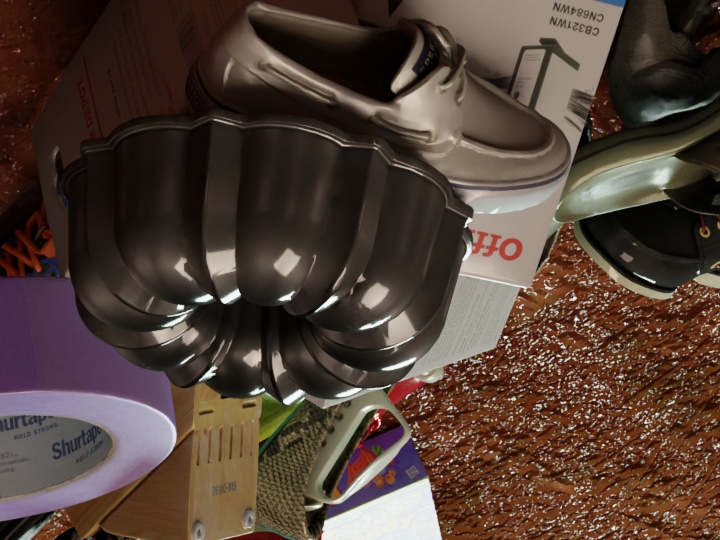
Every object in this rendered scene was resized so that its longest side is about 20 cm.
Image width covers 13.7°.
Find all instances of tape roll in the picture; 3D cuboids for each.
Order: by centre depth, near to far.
[{"bbox_3d":[-0.198,0.071,1.560,0.199,0.066,0.200,-9,157,-4],"label":"tape roll"}]

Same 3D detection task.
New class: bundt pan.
[{"bbox_3d":[-0.049,0.004,1.415,0.201,0.076,0.202,7,155,3],"label":"bundt pan"}]

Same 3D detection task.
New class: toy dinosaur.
[{"bbox_3d":[0.183,-0.107,1.710,0.102,0.077,0.200,-36,149,2],"label":"toy dinosaur"}]

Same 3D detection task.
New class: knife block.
[{"bbox_3d":[-0.143,0.093,1.689,0.064,0.175,0.201,-7,102,-56],"label":"knife block"}]

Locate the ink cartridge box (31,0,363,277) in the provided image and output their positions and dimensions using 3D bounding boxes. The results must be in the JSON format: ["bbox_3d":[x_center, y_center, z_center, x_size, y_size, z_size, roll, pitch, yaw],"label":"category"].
[{"bbox_3d":[-0.087,-0.092,1.498,0.067,0.117,0.200,14,131,-31],"label":"ink cartridge box"}]

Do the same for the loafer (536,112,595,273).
[{"bbox_3d":[0.093,-0.049,1.731,0.075,0.070,0.200,-16,146,-15],"label":"loafer"}]

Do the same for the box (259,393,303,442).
[{"bbox_3d":[-0.099,0.045,1.749,0.122,0.048,0.200,-30,147,5],"label":"box"}]

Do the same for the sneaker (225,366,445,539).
[{"bbox_3d":[-0.018,0.120,1.846,0.200,0.116,0.078,-31,147,7],"label":"sneaker"}]

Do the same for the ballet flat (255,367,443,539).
[{"bbox_3d":[0.005,0.072,1.761,0.200,0.075,0.068,-60,151,-2],"label":"ballet flat"}]

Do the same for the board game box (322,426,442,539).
[{"bbox_3d":[-0.047,0.190,1.989,0.200,0.045,0.135,-23,147,-6],"label":"board game box"}]

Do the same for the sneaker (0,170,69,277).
[{"bbox_3d":[-0.155,-0.020,1.613,0.200,0.075,0.079,-32,139,-6],"label":"sneaker"}]

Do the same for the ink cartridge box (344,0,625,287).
[{"bbox_3d":[0.040,-0.104,1.507,0.146,0.084,0.201,11,103,-27],"label":"ink cartridge box"}]

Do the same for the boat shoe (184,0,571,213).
[{"bbox_3d":[0.020,-0.083,1.407,0.199,0.071,0.070,14,131,-23],"label":"boat shoe"}]

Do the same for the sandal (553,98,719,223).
[{"bbox_3d":[0.199,-0.055,1.664,0.200,0.057,0.080,-19,152,0],"label":"sandal"}]

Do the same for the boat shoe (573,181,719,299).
[{"bbox_3d":[0.194,-0.027,1.811,0.063,0.074,0.201,-47,158,25],"label":"boat shoe"}]

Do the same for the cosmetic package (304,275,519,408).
[{"bbox_3d":[0.000,0.000,1.625,0.200,0.113,0.081,-16,132,-57],"label":"cosmetic package"}]
